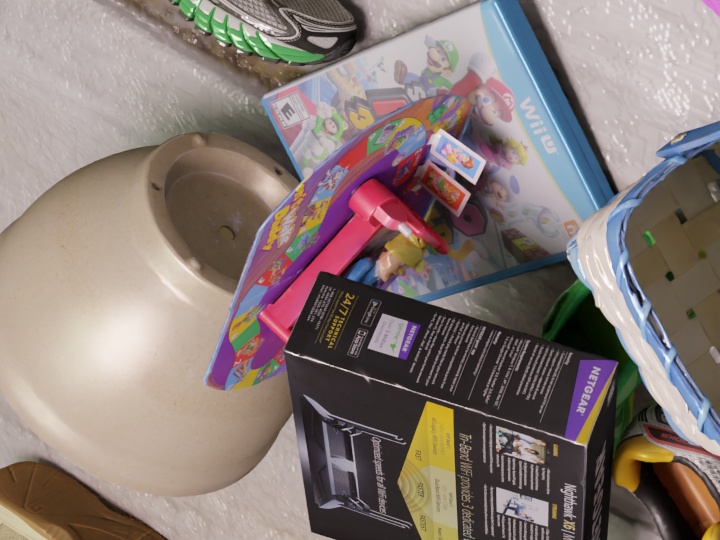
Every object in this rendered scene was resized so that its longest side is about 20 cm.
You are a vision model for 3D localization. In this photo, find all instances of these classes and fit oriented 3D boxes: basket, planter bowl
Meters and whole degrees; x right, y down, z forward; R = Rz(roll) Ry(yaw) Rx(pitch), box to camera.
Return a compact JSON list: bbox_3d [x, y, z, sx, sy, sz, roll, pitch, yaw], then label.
[{"bbox_3d":[0.191,0.005,1.158,0.177,0.139,0.200,58,166,-11],"label":"basket"},{"bbox_3d":[-0.100,0.007,1.442,0.200,0.200,0.135,51,131,12],"label":"planter bowl"}]

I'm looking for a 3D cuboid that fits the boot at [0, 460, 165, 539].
[{"bbox_3d":[-0.184,0.240,1.740,0.200,0.073,0.156,32,130,33],"label":"boot"}]

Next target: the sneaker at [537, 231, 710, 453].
[{"bbox_3d":[0.111,0.051,1.327,0.074,0.083,0.200,44,137,19],"label":"sneaker"}]

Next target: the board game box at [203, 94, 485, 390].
[{"bbox_3d":[0.000,0.000,1.321,0.039,0.158,0.200,43,138,20],"label":"board game box"}]

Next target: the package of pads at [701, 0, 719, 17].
[{"bbox_3d":[0.243,-0.133,1.104,0.200,0.068,0.155,44,137,18],"label":"package of pads"}]

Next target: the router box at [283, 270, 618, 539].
[{"bbox_3d":[0.048,0.093,1.307,0.157,0.052,0.200,17,150,13],"label":"router box"}]

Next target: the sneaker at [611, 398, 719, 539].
[{"bbox_3d":[0.199,0.151,1.292,0.200,0.082,0.078,50,137,12],"label":"sneaker"}]

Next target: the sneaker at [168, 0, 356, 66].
[{"bbox_3d":[-0.077,-0.188,1.397,0.200,0.078,0.085,43,116,7],"label":"sneaker"}]

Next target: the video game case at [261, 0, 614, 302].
[{"bbox_3d":[0.042,-0.058,1.379,0.200,0.018,0.143,-18,102,49],"label":"video game case"}]
